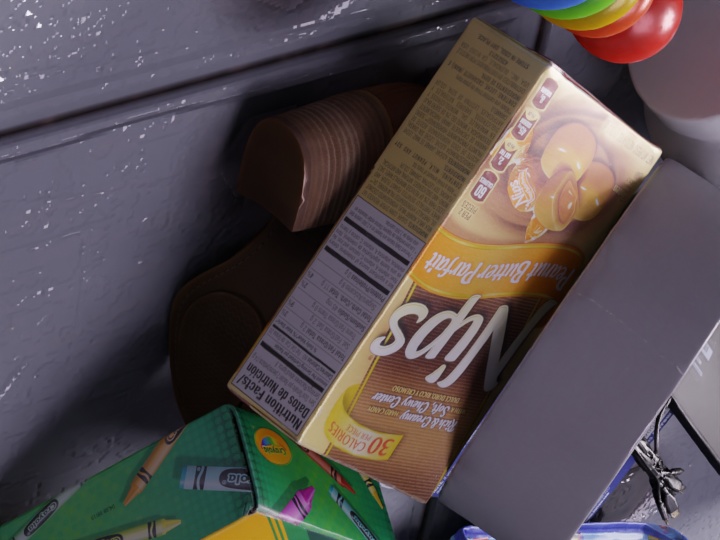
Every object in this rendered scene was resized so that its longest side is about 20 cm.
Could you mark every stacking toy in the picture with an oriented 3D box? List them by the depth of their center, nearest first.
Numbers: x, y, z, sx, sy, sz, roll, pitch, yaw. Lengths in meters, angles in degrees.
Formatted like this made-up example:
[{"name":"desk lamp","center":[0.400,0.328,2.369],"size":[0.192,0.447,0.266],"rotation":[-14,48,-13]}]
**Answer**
[{"name":"stacking toy","center":[0.091,-0.137,1.247],"size":[0.085,0.085,0.200],"rotation":[-45,155,5]}]

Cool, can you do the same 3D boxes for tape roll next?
[{"name":"tape roll","center":[0.118,0.045,1.370],"size":[0.200,0.066,0.200],"rotation":[-55,173,-9]}]

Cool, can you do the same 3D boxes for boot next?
[{"name":"boot","center":[0.000,0.000,1.354],"size":[0.155,0.074,0.200],"rotation":[-12,138,-41]}]

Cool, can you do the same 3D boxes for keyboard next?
[{"name":"keyboard","center":[0.168,0.057,1.562],"size":[0.200,0.021,0.127],"rotation":[51,59,-45]}]

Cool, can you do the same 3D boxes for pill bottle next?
[{"name":"pill bottle","center":[0.211,-0.074,1.438],"size":[0.113,0.113,0.200],"rotation":[-46,144,6]}]

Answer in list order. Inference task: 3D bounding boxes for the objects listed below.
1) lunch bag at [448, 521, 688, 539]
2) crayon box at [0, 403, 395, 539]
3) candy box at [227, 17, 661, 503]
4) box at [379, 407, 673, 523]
[{"name":"lunch bag","center":[0.096,0.207,1.644],"size":[0.200,0.094,0.151],"rotation":[-11,150,-51]},{"name":"crayon box","center":[-0.098,0.141,1.355],"size":[0.200,0.058,0.119],"rotation":[-29,150,24]},{"name":"candy box","center":[0.040,-0.002,1.294],"size":[0.200,0.055,0.115],"rotation":[-57,143,2]},{"name":"box","center":[0.093,0.077,1.553],"size":[0.121,0.032,0.200],"rotation":[-53,145,14]}]
